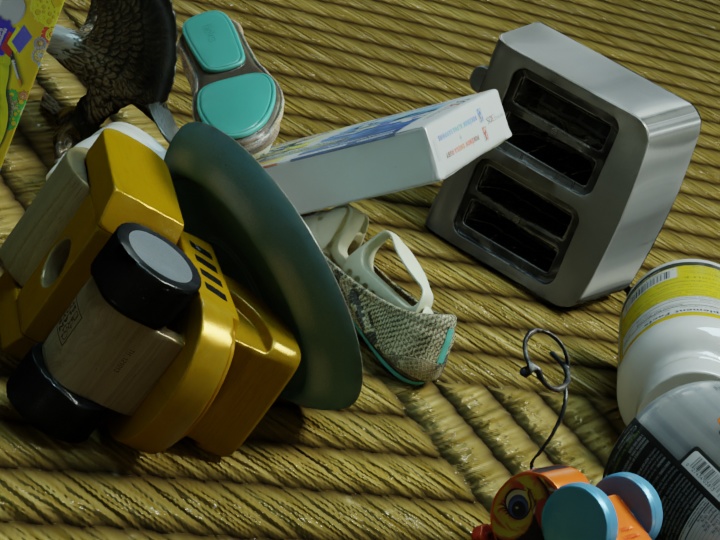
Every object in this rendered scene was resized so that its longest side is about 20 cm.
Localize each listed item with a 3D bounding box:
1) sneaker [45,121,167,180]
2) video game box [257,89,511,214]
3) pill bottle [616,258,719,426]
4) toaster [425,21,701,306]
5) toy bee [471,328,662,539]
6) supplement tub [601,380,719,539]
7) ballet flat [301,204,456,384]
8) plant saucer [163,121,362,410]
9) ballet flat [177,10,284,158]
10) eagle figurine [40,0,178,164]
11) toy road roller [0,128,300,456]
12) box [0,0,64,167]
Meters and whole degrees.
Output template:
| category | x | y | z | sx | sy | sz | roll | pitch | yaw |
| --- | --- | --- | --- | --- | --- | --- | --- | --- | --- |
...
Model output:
| category | x | y | z | sx | sy | sz | roll | pitch | yaw |
| --- | --- | --- | --- | --- | --- | --- | --- | --- | --- |
| sneaker | -0.127 | -0.030 | 1.452 | 0.199 | 0.076 | 0.088 | 26 | 32 | 22 |
| video game box | -0.008 | -0.080 | 1.554 | 0.199 | 0.047 | 0.182 | -13 | 6 | 22 |
| pill bottle | 0.240 | 0.073 | 1.525 | 0.111 | 0.112 | 0.200 | 24 | 21 | 0 |
| toaster | 0.169 | -0.080 | 1.726 | 0.200 | 0.181 | 0.119 | 32 | 25 | 23 |
| toy bee | 0.125 | 0.154 | 1.246 | 0.131 | 0.109 | 0.201 | 19 | 45 | -37 |
| supplement tub | 0.248 | 0.167 | 1.289 | 0.122 | 0.123 | 0.200 | 7 | 27 | -38 |
| ballet flat | 0.000 | 0.000 | 1.487 | 0.068 | 0.076 | 0.200 | 5 | 28 | -48 |
| plant saucer | -0.068 | 0.004 | 1.292 | 0.027 | 0.201 | 0.200 | -31 | 48 | -20 |
| ballet flat | -0.090 | -0.119 | 1.533 | 0.068 | 0.067 | 0.200 | -13 | 34 | -2 |
| eagle figurine | -0.181 | -0.176 | 1.537 | 0.151 | 0.201 | 0.151 | 34 | 22 | 25 |
| toy road roller | -0.123 | 0.026 | 1.236 | 0.146 | 0.123 | 0.200 | 28 | 20 | -29 |
| box | -0.286 | -0.152 | 1.364 | 0.122 | 0.201 | 0.193 | 16 | 23 | -23 |
